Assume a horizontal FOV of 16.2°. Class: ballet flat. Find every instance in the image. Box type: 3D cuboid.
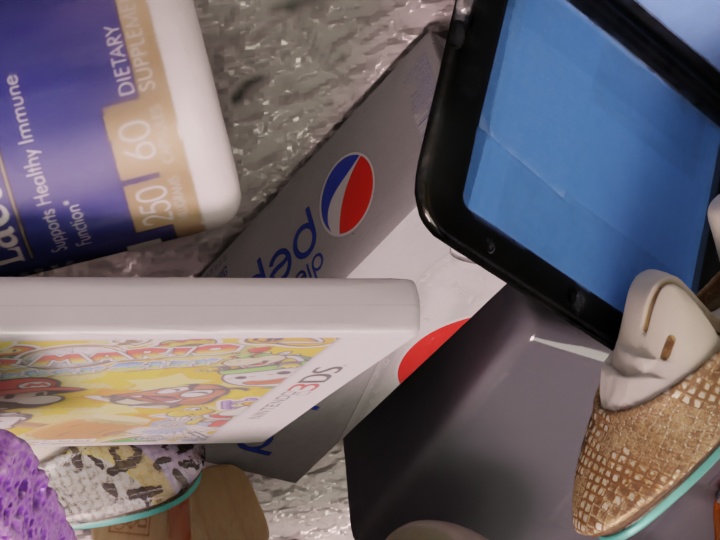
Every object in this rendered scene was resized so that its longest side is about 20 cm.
[{"bbox_3d":[0.135,0.010,0.921,0.200,0.071,0.065,-45,108,-14],"label":"ballet flat"},{"bbox_3d":[-0.163,0.067,0.992,0.200,0.072,0.072,-4,144,12],"label":"ballet flat"}]

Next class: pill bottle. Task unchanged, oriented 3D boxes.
[{"bbox_3d":[-0.148,-0.047,0.841,0.200,0.116,0.116,-15,143,-3],"label":"pill bottle"}]

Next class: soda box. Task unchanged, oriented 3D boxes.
[{"bbox_3d":[0.000,0.000,0.998,0.068,0.063,0.200,17,132,-37],"label":"soda box"}]

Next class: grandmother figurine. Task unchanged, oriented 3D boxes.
[{"bbox_3d":[-0.084,0.134,1.105,0.121,0.061,0.200,11,159,2],"label":"grandmother figurine"}]

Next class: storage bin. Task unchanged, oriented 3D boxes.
[{"bbox_3d":[0.085,0.066,1.065,0.134,0.146,0.200,16,133,-22],"label":"storage bin"}]

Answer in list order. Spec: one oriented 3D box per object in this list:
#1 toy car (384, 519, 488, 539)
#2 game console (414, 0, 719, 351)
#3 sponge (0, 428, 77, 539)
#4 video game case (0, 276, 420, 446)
[{"bbox_3d":[-0.025,0.193,1.003,0.175,0.150,0.200,-3,157,-41],"label":"toy car"},{"bbox_3d":[0.128,-0.070,0.912,0.176,0.116,0.200,-34,142,22],"label":"game console"},{"bbox_3d":[-0.194,0.053,0.824,0.200,0.030,0.112,18,158,11],"label":"sponge"},{"bbox_3d":[-0.102,0.035,0.877,0.200,0.023,0.182,1,165,-19],"label":"video game case"}]
